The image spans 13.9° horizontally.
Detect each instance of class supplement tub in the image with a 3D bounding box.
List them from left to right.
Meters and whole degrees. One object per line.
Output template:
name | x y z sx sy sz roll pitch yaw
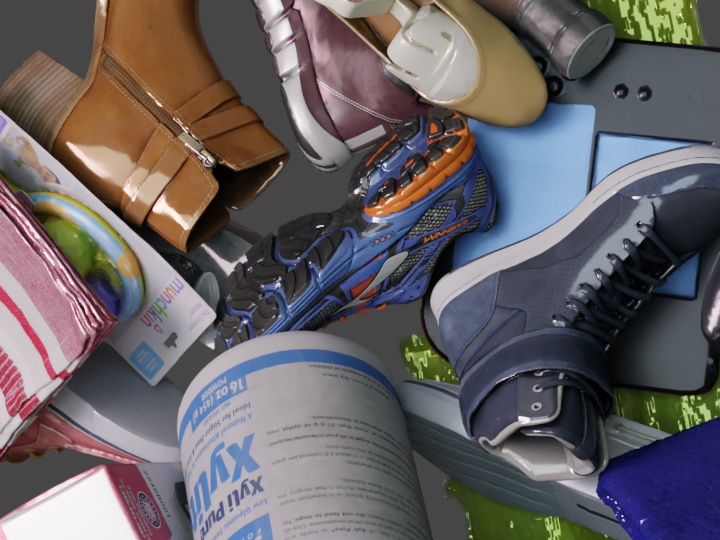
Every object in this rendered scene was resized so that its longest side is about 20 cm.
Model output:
supplement tub | -0.027 0.143 1.613 0.132 0.132 0.200 -28 42 14

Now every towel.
towel | -0.237 0.035 1.721 0.144 0.023 0.200 50 128 9
towel | 0.241 0.119 1.585 0.199 0.148 0.050 -18 119 -9

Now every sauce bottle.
sauce bottle | 0.064 -0.186 1.709 0.200 0.065 0.065 42 99 24

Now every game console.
game console | 0.129 -0.035 1.708 0.176 0.031 0.201 6 89 19

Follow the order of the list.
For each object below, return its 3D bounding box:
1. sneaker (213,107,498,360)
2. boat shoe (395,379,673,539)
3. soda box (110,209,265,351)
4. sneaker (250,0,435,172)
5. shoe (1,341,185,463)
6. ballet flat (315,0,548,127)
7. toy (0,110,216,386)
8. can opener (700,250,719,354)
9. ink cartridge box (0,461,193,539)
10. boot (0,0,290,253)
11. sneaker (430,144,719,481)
sneaker | 0.000 0.000 1.683 0.200 0.075 0.078 -39 120 6
boat shoe | 0.110 0.100 1.693 0.199 0.074 0.067 24 64 20
soda box | -0.125 -0.017 1.771 0.200 0.063 0.071 30 95 18
sneaker | -0.006 -0.166 1.748 0.115 0.076 0.201 -19 84 4
shoe | -0.195 0.085 1.789 0.200 0.072 0.091 27 121 3
ballet flat | 0.016 -0.143 1.675 0.200 0.063 0.069 40 125 9
toy | -0.185 -0.011 1.717 0.200 0.115 0.047 46 58 1
can opener | 0.258 -0.035 1.651 0.063 0.079 0.200 26 85 26
ink cartridge box | -0.108 0.188 1.678 0.085 0.200 0.146 -30 78 14
boot | -0.101 -0.114 1.736 0.155 0.077 0.200 33 64 21
sneaker | 0.137 0.030 1.615 0.202 0.077 0.146 -32 41 21
